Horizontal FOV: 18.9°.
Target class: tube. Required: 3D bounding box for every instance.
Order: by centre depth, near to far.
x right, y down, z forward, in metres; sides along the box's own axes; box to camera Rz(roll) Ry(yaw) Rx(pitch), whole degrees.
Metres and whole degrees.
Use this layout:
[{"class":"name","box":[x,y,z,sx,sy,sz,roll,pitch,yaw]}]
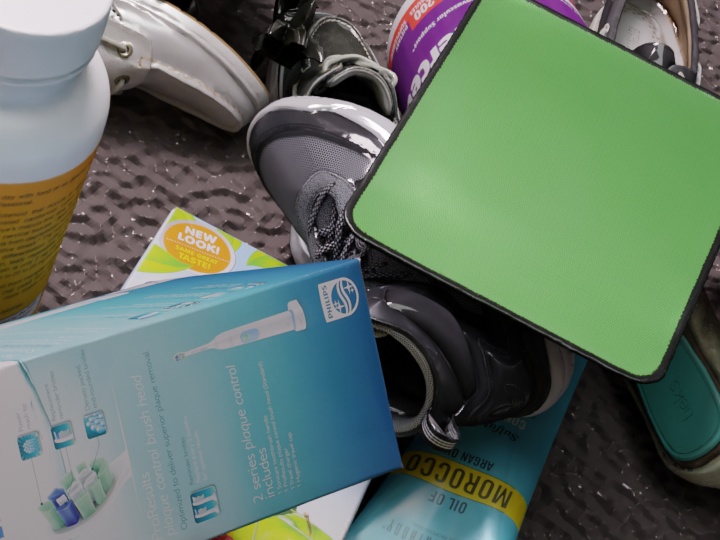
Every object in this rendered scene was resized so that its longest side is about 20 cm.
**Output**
[{"class":"tube","box":[0.061,0.081,1.043,0.077,0.051,0.200,15,42,16]}]

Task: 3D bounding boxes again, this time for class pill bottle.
[{"class":"pill bottle","box":[-0.172,-0.055,0.935,0.111,0.200,0.111,15,42,-14]},{"class":"pill bottle","box":[0.083,-0.077,1.131,0.112,0.113,0.200,11,28,-18]}]

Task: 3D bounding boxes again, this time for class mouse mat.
[{"class":"mouse mat","box":[0.096,-0.046,1.011,0.160,0.008,0.200,28,49,4]}]

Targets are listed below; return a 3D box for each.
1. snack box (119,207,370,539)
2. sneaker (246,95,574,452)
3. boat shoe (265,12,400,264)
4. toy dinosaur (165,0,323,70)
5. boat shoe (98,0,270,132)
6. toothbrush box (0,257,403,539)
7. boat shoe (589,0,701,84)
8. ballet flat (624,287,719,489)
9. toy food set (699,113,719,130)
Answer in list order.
[{"class":"snack box","box":[-0.065,0.073,0.973,0.142,0.053,0.200,29,40,-1]},{"class":"sneaker","box":[0.000,0.000,0.987,0.200,0.076,0.114,45,38,17]},{"class":"boat shoe","box":[-0.004,-0.080,1.148,0.072,0.071,0.200,9,43,-19]},{"class":"toy dinosaur","box":[-0.043,-0.183,1.151,0.102,0.200,0.136,17,75,14]},{"class":"boat shoe","box":[-0.144,-0.117,1.124,0.200,0.071,0.070,30,71,-12]},{"class":"toothbrush box","box":[-0.109,0.061,0.799,0.199,0.146,0.086,-16,96,-39]},{"class":"boat shoe","box":[0.168,-0.112,1.282,0.074,0.060,0.200,24,41,-6]},{"class":"ballet flat","box":[0.160,0.035,1.141,0.062,0.067,0.201,31,34,-44]},{"class":"toy food set","box":[0.207,0.028,1.101,0.144,0.060,0.201,45,22,-62]}]
